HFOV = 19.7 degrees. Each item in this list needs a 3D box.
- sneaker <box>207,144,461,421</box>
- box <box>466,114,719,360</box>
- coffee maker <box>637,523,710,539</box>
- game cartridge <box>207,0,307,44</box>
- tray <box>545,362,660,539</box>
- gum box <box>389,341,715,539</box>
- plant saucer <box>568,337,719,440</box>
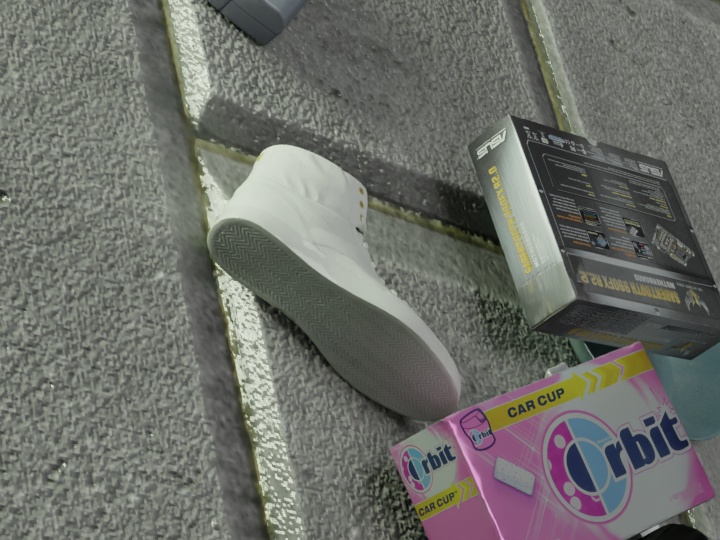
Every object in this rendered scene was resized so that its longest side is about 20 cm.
[{"bbox_3d":[0.000,0.000,1.356,0.200,0.074,0.116,42,38,-14],"label":"sneaker"},{"bbox_3d":[0.181,-0.022,1.550,0.199,0.048,0.159,10,53,-45],"label":"box"},{"bbox_3d":[0.168,0.244,1.235,0.200,0.191,0.136,-25,100,-54],"label":"coffee maker"},{"bbox_3d":[-0.110,-0.261,1.490,0.200,0.041,0.133,47,30,-11],"label":"game cartridge"},{"bbox_3d":[0.179,0.158,1.451,0.201,0.022,0.107,61,11,6],"label":"tray"},{"bbox_3d":[0.129,0.128,1.330,0.199,0.066,0.114,-17,79,-40],"label":"gum box"},{"bbox_3d":[0.208,0.049,1.599,0.200,0.039,0.202,32,39,-29],"label":"plant saucer"}]
